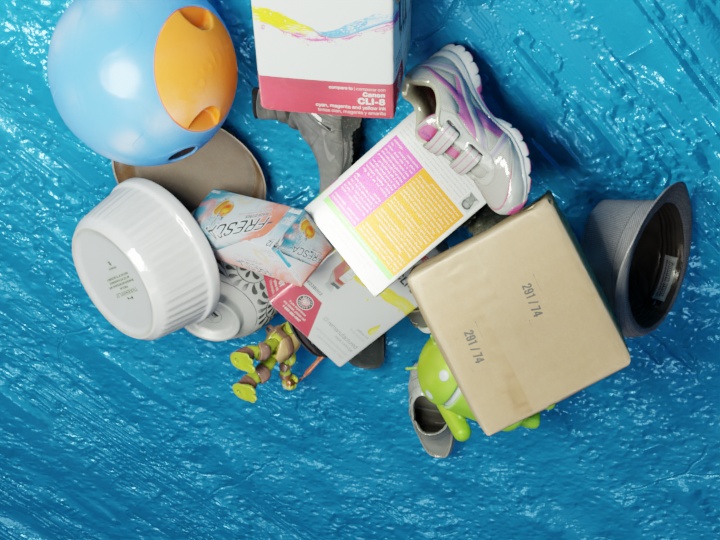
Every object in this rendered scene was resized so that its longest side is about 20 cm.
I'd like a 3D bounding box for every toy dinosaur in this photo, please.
[{"bbox_3d":[0.172,-0.044,1.295,0.200,0.102,0.077,46,149,19],"label":"toy dinosaur"}]

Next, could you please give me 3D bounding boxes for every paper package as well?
[{"bbox_3d":[0.173,0.046,1.209,0.190,0.103,0.201,-28,92,12],"label":"paper package"}]

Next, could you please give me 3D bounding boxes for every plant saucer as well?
[{"bbox_3d":[-0.212,-0.124,1.381,0.198,0.032,0.201,7,137,7],"label":"plant saucer"}]

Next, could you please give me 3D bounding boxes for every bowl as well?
[{"bbox_3d":[-0.196,0.032,1.494,0.199,0.095,0.202,7,136,7],"label":"bowl"}]

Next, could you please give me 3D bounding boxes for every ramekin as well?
[{"bbox_3d":[-0.274,-0.006,1.370,0.202,0.094,0.204,28,136,31],"label":"ramekin"}]

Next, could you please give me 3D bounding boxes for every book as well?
[{"bbox_3d":[0.052,-0.086,1.246,0.200,0.048,0.134,-40,89,7],"label":"book"}]

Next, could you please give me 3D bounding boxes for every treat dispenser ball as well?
[{"bbox_3d":[-0.231,-0.212,1.170,0.199,0.202,0.202,7,137,7],"label":"treat dispenser ball"}]

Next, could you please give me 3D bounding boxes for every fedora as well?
[{"bbox_3d":[0.314,-0.020,1.289,0.090,0.177,0.201,21,152,36],"label":"fedora"}]

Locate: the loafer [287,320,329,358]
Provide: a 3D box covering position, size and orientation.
[{"bbox_3d":[-0.062,0.035,1.447,0.063,0.072,0.201,17,133,50],"label":"loafer"}]

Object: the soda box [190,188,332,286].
[{"bbox_3d":[-0.125,-0.042,1.308,0.199,0.064,0.069,15,149,49],"label":"soda box"}]

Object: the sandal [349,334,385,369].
[{"bbox_3d":[0.004,0.077,1.522,0.075,0.048,0.201,3,136,11],"label":"sandal"}]

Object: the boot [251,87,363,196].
[{"bbox_3d":[-0.063,-0.168,1.283,0.131,0.070,0.201,15,126,3],"label":"boot"}]

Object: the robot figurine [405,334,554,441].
[{"bbox_3d":[0.166,0.146,1.502,0.199,0.116,0.176,22,128,-12],"label":"robot figurine"}]

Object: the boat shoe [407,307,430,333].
[{"bbox_3d":[0.131,0.022,1.417,0.060,0.072,0.201,36,137,-29],"label":"boat shoe"}]

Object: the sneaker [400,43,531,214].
[{"bbox_3d":[0.105,-0.141,1.167,0.201,0.088,0.081,60,149,15],"label":"sneaker"}]

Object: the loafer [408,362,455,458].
[{"bbox_3d":[0.103,0.220,1.629,0.069,0.070,0.201,-2,135,16],"label":"loafer"}]

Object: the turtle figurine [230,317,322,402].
[{"bbox_3d":[-0.112,0.100,1.521,0.064,0.161,0.201,34,133,21],"label":"turtle figurine"}]

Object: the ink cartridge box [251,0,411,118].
[{"bbox_3d":[-0.025,-0.278,1.090,0.143,0.146,0.201,6,137,8],"label":"ink cartridge box"}]

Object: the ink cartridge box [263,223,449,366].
[{"bbox_3d":[0.000,0.000,1.363,0.200,0.084,0.145,-39,121,12],"label":"ink cartridge box"}]
